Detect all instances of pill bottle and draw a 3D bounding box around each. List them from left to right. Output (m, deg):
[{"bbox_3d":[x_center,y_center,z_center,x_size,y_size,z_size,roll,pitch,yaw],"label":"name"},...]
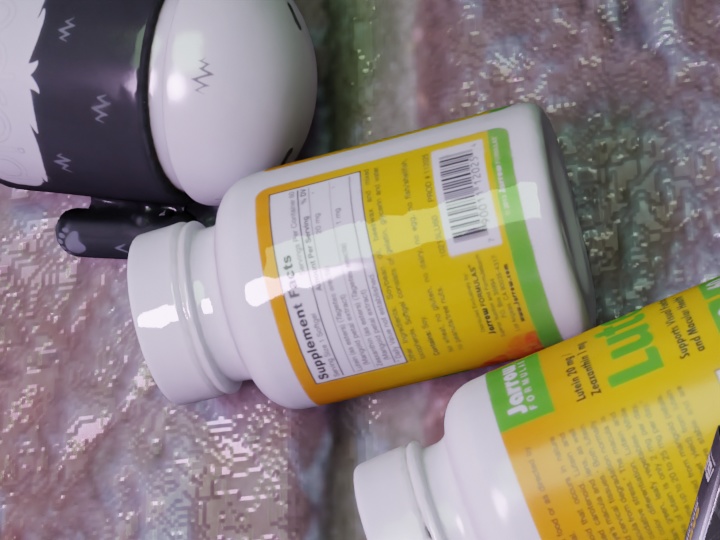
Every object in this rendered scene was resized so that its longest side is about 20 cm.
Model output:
[{"bbox_3d":[0.000,0.000,0.931,0.198,0.111,0.112,-14,65,11],"label":"pill bottle"},{"bbox_3d":[0.103,0.084,0.857,0.199,0.111,0.112,-23,64,7],"label":"pill bottle"}]

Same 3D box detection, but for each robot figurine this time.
[{"bbox_3d":[-0.119,-0.096,1.002,0.198,0.151,0.125,6,49,20],"label":"robot figurine"}]

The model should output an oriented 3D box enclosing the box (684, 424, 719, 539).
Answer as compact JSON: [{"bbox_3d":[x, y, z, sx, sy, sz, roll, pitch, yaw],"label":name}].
[{"bbox_3d":[0.210,0.162,0.772,0.198,0.048,0.160,16,98,2],"label":"box"}]
